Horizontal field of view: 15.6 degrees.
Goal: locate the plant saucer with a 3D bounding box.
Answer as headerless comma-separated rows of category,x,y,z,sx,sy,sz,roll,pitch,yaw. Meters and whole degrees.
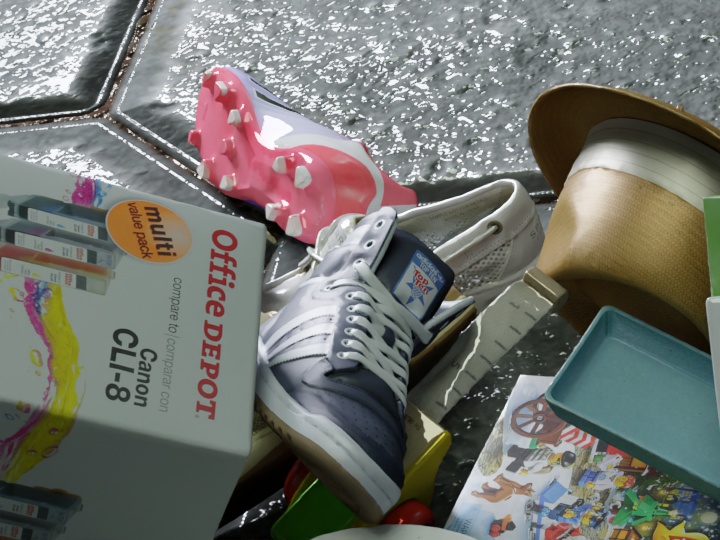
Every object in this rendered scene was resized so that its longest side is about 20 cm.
plant saucer,0.182,0.084,1.170,0.199,0.019,0.070,28,48,13

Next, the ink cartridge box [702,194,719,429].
ink cartridge box,0.204,0.056,1.112,0.103,0.059,0.202,-6,78,10

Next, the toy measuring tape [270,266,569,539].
toy measuring tape,0.025,0.084,1.232,0.200,0.074,0.073,-46,42,-14

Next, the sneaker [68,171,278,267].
sneaker,-0.133,-0.011,1.406,0.199,0.089,0.077,-5,37,39

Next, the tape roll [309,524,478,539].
tape roll,0.005,0.204,1.052,0.201,0.071,0.203,-12,46,13

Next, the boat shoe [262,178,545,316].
boat shoe,0.000,0.000,1.378,0.199,0.070,0.071,-21,36,-1

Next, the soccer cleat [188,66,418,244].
soccer cleat,-0.038,-0.064,1.507,0.076,0.067,0.200,5,19,-28

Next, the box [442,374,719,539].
box,0.106,0.128,1.185,0.136,0.038,0.200,2,38,25

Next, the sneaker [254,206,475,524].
sneaker,0.005,0.037,1.160,0.108,0.070,0.200,-42,18,-2

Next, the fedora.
fedora,0.144,-0.003,1.247,0.200,0.201,0.082,23,67,43

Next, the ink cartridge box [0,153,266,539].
ink cartridge box,-0.153,0.051,1.134,0.198,0.145,0.146,14,43,-12

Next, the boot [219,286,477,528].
boot,-0.057,0.025,1.308,0.199,0.073,0.156,-33,74,-16
